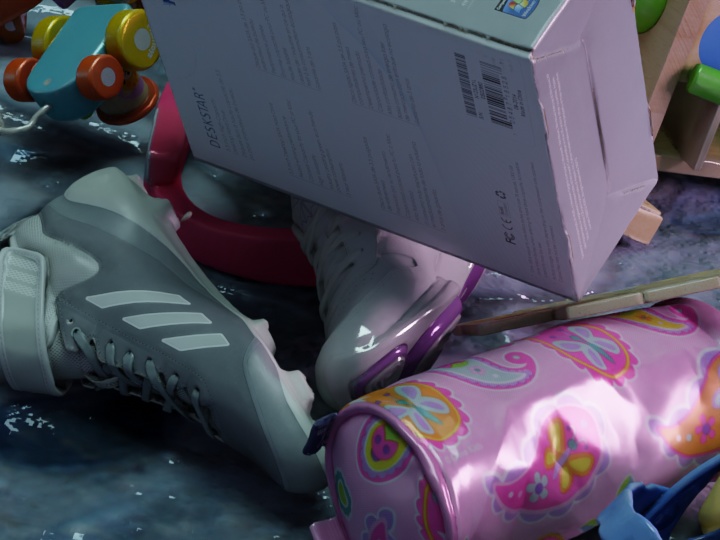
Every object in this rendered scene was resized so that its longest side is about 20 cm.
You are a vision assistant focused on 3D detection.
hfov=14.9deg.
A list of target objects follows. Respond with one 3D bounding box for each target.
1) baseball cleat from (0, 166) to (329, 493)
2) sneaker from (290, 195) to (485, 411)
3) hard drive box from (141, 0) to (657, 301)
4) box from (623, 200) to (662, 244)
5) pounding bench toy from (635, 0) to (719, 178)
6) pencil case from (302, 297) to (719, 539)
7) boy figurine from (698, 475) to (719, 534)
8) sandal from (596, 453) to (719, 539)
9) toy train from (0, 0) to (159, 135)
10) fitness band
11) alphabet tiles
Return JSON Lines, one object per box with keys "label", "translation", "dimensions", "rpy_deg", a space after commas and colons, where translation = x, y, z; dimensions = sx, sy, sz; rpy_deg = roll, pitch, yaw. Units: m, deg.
{"label": "baseball cleat", "translation": [-0.090, 0.041, 1.167], "dimensions": [0.106, 0.070, 0.200], "rpy_deg": [-30, 48, -12]}
{"label": "sneaker", "translation": [0.000, 0.000, 1.219], "dimensions": [0.099, 0.075, 0.200], "rpy_deg": [31, 27, -1]}
{"label": "hard drive box", "translation": [0.013, -0.090, 1.136], "dimensions": [0.199, 0.156, 0.077], "rpy_deg": [21, 59, 26]}
{"label": "box", "translation": [0.038, -0.084, 1.368], "dimensions": [0.199, 0.021, 0.163], "rpy_deg": [20, 15, -42]}
{"label": "pounding bench toy", "translation": [0.184, -0.104, 1.396], "dimensions": [0.155, 0.125, 0.200], "rpy_deg": [5, 26, -33]}
{"label": "pencil case", "translation": [0.074, 0.071, 1.125], "dimensions": [0.199, 0.088, 0.087], "rpy_deg": [-18, 38, -38]}
{"label": "boy figurine", "translation": [0.235, 0.070, 1.139], "dimensions": [0.198, 0.125, 0.064], "rpy_deg": [-11, -3, -1]}
{"label": "sandal", "translation": [0.157, 0.094, 1.042], "dimensions": [0.199, 0.087, 0.079], "rpy_deg": [-31, 53, -21]}
{"label": "toy train", "translation": [-0.159, -0.116, 1.422], "dimensions": [0.150, 0.056, 0.201], "rpy_deg": [-29, 35, 13]}
{"label": "fitness band", "translation": [-0.034, -0.053, 1.372], "dimensions": [0.143, 0.038, 0.200], "rpy_deg": [11, 29, -1]}
{"label": "alphabet tiles", "translation": [0.142, 0.006, 1.217], "dimensions": [0.198, 0.006, 0.166], "rpy_deg": [-12, 0, -4]}
